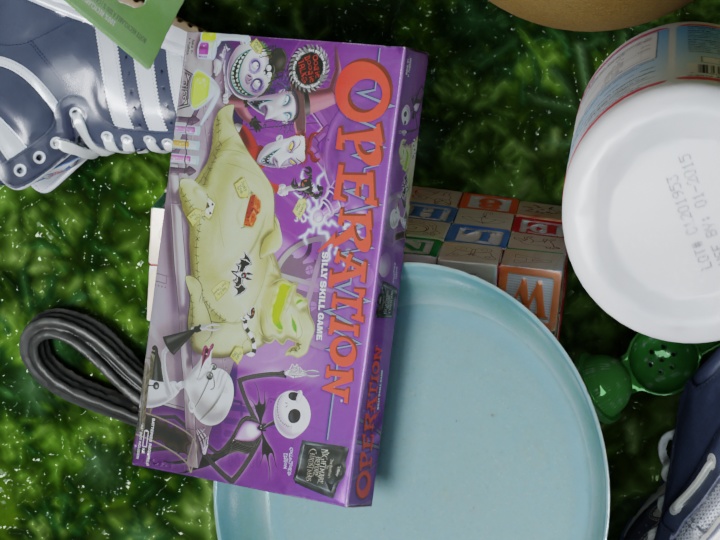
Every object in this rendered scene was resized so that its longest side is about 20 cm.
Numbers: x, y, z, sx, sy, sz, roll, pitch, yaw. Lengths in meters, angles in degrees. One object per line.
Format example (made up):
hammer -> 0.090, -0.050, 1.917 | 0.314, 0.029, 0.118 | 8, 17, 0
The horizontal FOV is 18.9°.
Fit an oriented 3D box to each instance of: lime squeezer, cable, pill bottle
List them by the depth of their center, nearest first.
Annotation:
pill bottle -> 0.146, -0.049, 0.960 | 0.108, 0.200, 0.110 | 3, 107, 8
lime squeezer -> 0.138, 0.050, 1.048 | 0.199, 0.070, 0.038 | -20, 99, -27
cable -> -0.082, 0.075, 1.130 | 0.198, 0.050, 0.098 | 18, 126, 16

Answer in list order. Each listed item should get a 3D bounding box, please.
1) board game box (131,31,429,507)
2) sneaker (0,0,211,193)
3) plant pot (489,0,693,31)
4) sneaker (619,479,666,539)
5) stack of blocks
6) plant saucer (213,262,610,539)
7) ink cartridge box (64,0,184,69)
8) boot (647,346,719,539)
board game box -> -0.037, -0.003, 0.969 | 0.119, 0.032, 0.202 | 7, 90, 26
sneaker -> -0.107, -0.071, 1.049 | 0.199, 0.070, 0.109 | 25, 91, 8
plant pot -> 0.097, -0.182, 0.928 | 0.184, 0.200, 0.188 | 2, 106, 8
sneaker -> 0.221, 0.130, 1.064 | 0.198, 0.085, 0.078 | -15, 104, 14
stack of blocks -> 0.000, 0.000, 1.043 | 0.198, 0.115, 0.059 | 7, 108, 7
plant saucer -> 0.024, 0.098, 0.956 | 0.198, 0.027, 0.202 | -2, 86, 29
ink cartridge box -> -0.059, -0.194, 0.951 | 0.059, 0.104, 0.201 | 19, 78, 37
boot -> 0.169, 0.116, 1.033 | 0.072, 0.091, 0.201 | 20, 116, -38
